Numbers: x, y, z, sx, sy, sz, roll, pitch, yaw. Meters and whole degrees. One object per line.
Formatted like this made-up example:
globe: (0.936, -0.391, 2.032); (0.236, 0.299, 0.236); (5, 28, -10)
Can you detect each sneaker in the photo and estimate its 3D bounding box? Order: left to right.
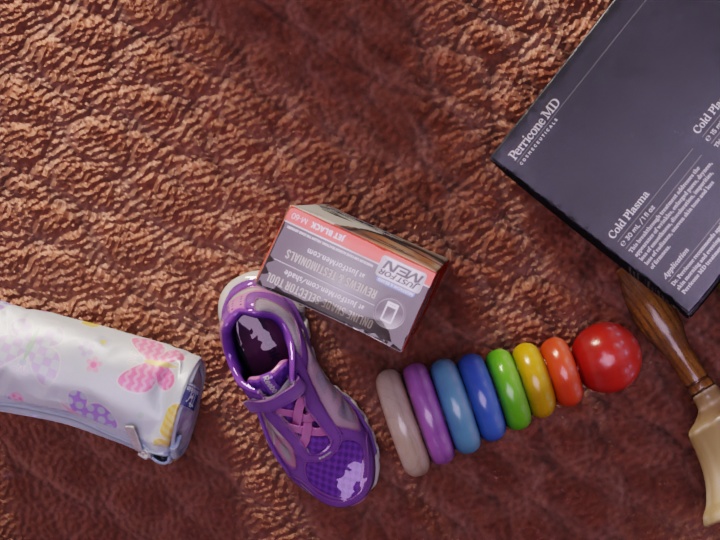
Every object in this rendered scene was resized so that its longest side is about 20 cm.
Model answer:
sneaker: (-0.054, 0.097, 1.135); (0.080, 0.088, 0.200); (-28, 92, 6)

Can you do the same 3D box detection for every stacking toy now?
stacking toy: (0.116, 0.086, 1.125); (0.200, 0.085, 0.085); (-20, 92, 2)

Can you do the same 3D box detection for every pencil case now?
pencil case: (-0.220, 0.086, 1.153); (0.200, 0.083, 0.091); (16, 73, 6)

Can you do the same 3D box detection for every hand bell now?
hand bell: (0.254, 0.081, 1.115); (0.104, 0.104, 0.200); (-31, 77, 7)

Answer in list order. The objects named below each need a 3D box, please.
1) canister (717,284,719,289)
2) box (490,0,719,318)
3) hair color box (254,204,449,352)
canister: (0.389, 0.029, 1.085); (0.200, 0.087, 0.149); (43, 97, 0)
box: (0.230, -0.098, 1.069); (0.182, 0.104, 0.200); (40, 96, 11)
hair color box: (0.000, 0.000, 1.065); (0.111, 0.200, 0.064); (25, 96, 3)
